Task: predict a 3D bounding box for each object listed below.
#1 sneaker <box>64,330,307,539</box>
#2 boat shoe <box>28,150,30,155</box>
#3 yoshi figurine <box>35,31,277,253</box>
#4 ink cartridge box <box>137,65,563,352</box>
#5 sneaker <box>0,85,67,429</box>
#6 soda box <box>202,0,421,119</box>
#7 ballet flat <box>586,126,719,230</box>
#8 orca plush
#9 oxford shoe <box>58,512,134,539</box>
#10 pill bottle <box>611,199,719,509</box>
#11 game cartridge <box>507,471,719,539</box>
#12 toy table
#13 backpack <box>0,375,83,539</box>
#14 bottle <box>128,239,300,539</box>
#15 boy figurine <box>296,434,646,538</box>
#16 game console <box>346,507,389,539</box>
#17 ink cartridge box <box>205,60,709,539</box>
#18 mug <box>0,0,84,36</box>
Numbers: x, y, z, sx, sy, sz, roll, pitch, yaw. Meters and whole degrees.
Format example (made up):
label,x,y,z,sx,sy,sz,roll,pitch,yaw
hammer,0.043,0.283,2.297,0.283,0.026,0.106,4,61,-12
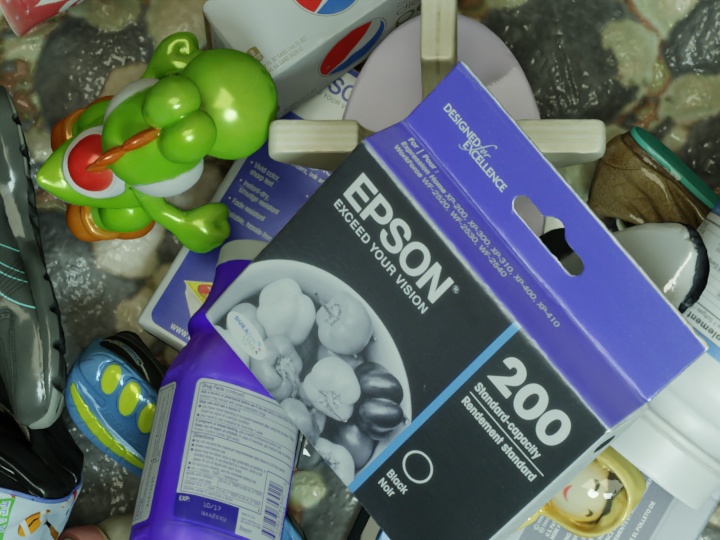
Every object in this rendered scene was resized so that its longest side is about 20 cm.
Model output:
label,x,y,z,sx,sy,sz,roll,pitch,yaw
sneaker,-0.093,0.114,1.213,0.071,0.083,0.200,-34,103,27
boat shoe,-0.236,-0.068,1.230,0.069,0.071,0.202,-8,84,-20
yoshi figurine,-0.107,-0.075,1.163,0.112,0.200,0.113,31,72,-17
ink cartridge box,0.000,0.000,1.221,0.197,0.047,0.201,31,83,9
sneaker,-0.216,-0.003,1.161,0.078,0.075,0.202,-12,77,-9
soda box,0.003,-0.174,1.200,0.199,0.068,0.064,-36,76,-11
ballet flat,0.218,-0.003,1.219,0.199,0.068,0.073,36,109,1
orca plush,0.113,0.051,1.096,0.200,0.071,0.105,-47,49,8
oxford shoe,-0.124,0.242,1.214,0.074,0.070,0.202,-16,105,-33
pill bottle,0.217,0.029,1.128,0.112,0.112,0.201,37,95,2
game cartridge,0.125,0.154,1.199,0.132,0.041,0.201,31,89,2
toy table,0.045,-0.060,1.146,0.182,0.117,0.202,-11,80,3
backpack,-0.260,0.123,1.163,0.189,0.200,0.155,19,102,4
bottle,-0.074,0.082,1.141,0.083,0.065,0.202,23,62,-28
boy figurine,0.063,0.110,1.152,0.198,0.064,0.125,18,101,-1
game console,0.091,0.158,1.229,0.176,0.031,0.201,26,89,2
ink cartridge box,0.044,0.031,1.047,0.198,0.043,0.200,49,117,11
mug,-0.146,-0.259,1.200,0.198,0.133,0.179,-22,90,-3
